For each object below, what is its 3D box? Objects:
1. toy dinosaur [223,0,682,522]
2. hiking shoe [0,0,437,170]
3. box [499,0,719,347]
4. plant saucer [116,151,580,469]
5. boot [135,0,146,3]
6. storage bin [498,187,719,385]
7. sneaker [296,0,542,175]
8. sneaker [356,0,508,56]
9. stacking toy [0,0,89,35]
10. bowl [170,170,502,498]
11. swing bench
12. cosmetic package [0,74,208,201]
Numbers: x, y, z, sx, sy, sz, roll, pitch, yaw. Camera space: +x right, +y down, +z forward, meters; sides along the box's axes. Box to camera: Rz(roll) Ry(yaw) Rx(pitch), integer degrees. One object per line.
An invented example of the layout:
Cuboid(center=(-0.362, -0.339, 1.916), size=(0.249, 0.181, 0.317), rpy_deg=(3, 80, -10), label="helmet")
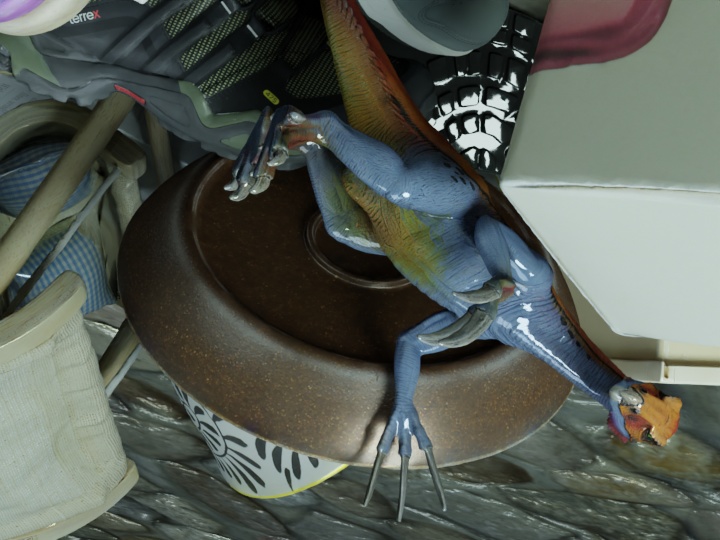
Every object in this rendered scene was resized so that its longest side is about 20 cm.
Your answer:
Cuboid(center=(0.045, -0.011, 0.781), size=(0.181, 0.200, 0.105), rpy_deg=(24, 160, -11), label="toy dinosaur")
Cuboid(center=(-0.062, -0.109, 0.888), size=(0.200, 0.076, 0.101), rpy_deg=(14, 120, 4), label="hiking shoe")
Cuboid(center=(0.138, -0.085, 0.718), size=(0.109, 0.200, 0.128), rpy_deg=(6, 157, 29), label="box")
Cuboid(center=(0.000, 0.000, 0.881), size=(0.200, 0.200, 0.034), rpy_deg=(17, 130, 0), label="plant saucer")
Cuboid(center=(-0.069, -0.189, 0.726), size=(0.090, 0.073, 0.200), rpy_deg=(31, 128, -1), label="boot")
Cuboid(center=(0.174, 0.008, 0.982), size=(0.199, 0.094, 0.200), rpy_deg=(4, 177, -23), label="storage bin")
Cuboid(center=(0.017, -0.100, 0.999), size=(0.200, 0.076, 0.088), rpy_deg=(13, -170, -13), label="sneaker")
Cuboid(center=(0.056, -0.141, 0.819), size=(0.121, 0.084, 0.200), rpy_deg=(17, 161, 27), label="sneaker")
Cuboid(center=(-0.181, -0.134, 0.772), size=(0.085, 0.085, 0.200), rpy_deg=(4, -176, 30), label="stacking toy")
Cuboid(center=(-0.035, -0.001, 1.007), size=(0.094, 0.201, 0.201), rpy_deg=(39, 152, -25), label="bowl")
Cuboid(center=(-0.165, 0.015, 1.013), size=(0.130, 0.200, 0.199), rpy_deg=(8, 151, 6), label="swing bench")
Cuboid(center=(-0.125, -0.084, 1.114), size=(0.200, 0.074, 0.102), rpy_deg=(27, 157, -24), label="cosmetic package")
